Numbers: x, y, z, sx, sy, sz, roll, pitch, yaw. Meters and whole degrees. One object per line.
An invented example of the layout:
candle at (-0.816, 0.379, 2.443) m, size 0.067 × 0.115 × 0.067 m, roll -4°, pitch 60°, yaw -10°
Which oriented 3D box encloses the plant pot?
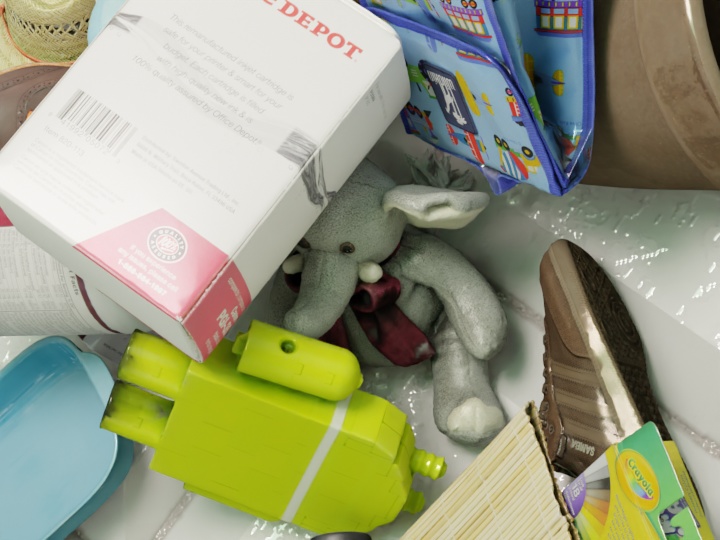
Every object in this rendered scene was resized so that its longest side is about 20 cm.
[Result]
plant pot at (0.180, -0.118, 1.312) m, size 0.174 × 0.200 × 0.201 m, roll -15°, pitch 64°, yaw 43°

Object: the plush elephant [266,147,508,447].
plush elephant at (0.000, 0.000, 1.368) m, size 0.164 × 0.155 × 0.200 m, roll 5°, pitch 75°, yaw 30°

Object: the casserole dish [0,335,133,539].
casserole dish at (-0.219, 0.132, 1.502) m, size 0.200 × 0.039 × 0.121 m, roll -42°, pitch 58°, yaw 18°

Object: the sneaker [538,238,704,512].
sneaker at (0.126, 0.077, 1.322) m, size 0.075 × 0.070 × 0.200 m, roll -30°, pitch 59°, yaw 20°

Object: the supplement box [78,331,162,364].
supplement box at (-0.183, -0.037, 1.541) m, size 0.109 × 0.061 × 0.200 m, roll -47°, pitch 58°, yaw 4°

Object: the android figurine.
android figurine at (-0.050, 0.096, 1.357) m, size 0.200 × 0.182 × 0.041 m, roll 19°, pitch 54°, yaw -3°

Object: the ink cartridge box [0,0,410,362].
ink cartridge box at (-0.086, -0.074, 1.286) m, size 0.146 × 0.083 × 0.200 m, roll 35°, pitch 77°, yaw 16°

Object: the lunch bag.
lunch bag at (0.064, -0.137, 1.283) m, size 0.094 × 0.200 × 0.150 m, roll -27°, pitch 28°, yaw -26°

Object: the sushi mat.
sushi mat at (0.057, 0.166, 1.299) m, size 0.200 × 0.012 × 0.096 m, roll -52°, pitch 46°, yaw 42°

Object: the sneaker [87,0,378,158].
sneaker at (-0.081, -0.102, 1.402) m, size 0.074 × 0.200 × 0.082 m, roll -41°, pitch 28°, yaw 49°

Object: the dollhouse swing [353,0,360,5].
dollhouse swing at (0.013, -0.216, 1.450) m, size 0.182 × 0.176 × 0.200 m, roll -14°, pitch 51°, yaw 56°

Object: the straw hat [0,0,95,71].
straw hat at (-0.197, -0.186, 1.543) m, size 0.201 × 0.085 × 0.201 m, roll -4°, pitch 52°, yaw 5°

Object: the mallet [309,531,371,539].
mallet at (-0.070, 0.214, 1.392) m, size 0.200 × 0.041 × 0.066 m, roll -26°, pitch 64°, yaw 30°

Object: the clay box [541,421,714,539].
clay box at (0.132, 0.176, 1.239) m, size 0.200 × 0.048 × 0.115 m, roll -48°, pitch 51°, yaw 43°

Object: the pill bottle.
pill bottle at (-0.171, -0.015, 1.424) m, size 0.200 × 0.110 × 0.110 m, roll -2°, pitch 71°, yaw 26°

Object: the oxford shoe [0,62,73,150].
oxford shoe at (-0.188, -0.098, 1.470) m, size 0.200 × 0.073 × 0.071 m, roll -9°, pitch 96°, yaw 6°
